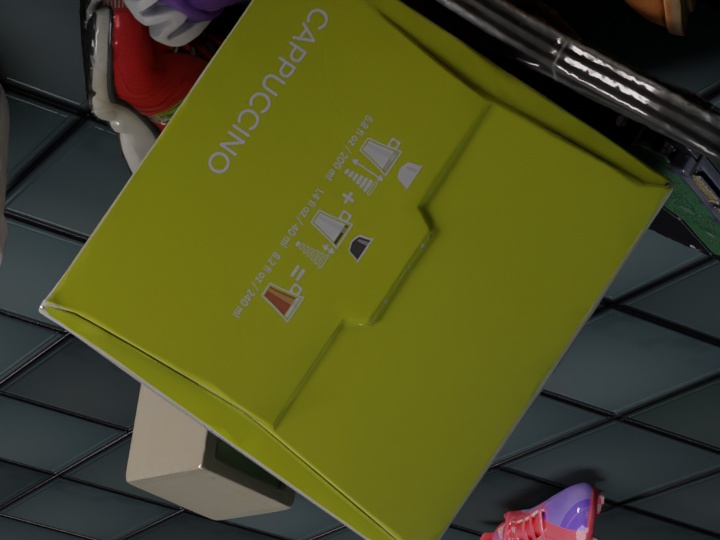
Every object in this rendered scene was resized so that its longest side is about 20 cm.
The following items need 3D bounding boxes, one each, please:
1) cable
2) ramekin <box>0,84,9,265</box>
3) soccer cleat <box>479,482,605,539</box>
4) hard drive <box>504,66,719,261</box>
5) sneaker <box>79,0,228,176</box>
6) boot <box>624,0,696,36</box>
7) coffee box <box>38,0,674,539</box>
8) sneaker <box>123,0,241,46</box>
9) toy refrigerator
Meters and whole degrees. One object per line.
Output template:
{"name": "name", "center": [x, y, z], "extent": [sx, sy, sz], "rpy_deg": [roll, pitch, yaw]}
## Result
{"name": "cable", "center": [0.082, -0.106, 0.884], "extent": [0.199, 0.051, 0.097], "rpy_deg": [29, -179, 41]}
{"name": "ramekin", "center": [-0.286, -0.069, 1.138], "extent": [0.198, 0.106, 0.201], "rpy_deg": [6, 156, 3]}
{"name": "soccer cleat", "center": [0.149, 0.220, 1.720], "extent": [0.076, 0.067, 0.200], "rpy_deg": [14, 159, -3]}
{"name": "hard drive", "center": [0.112, -0.067, 0.997], "extent": [0.199, 0.038, 0.140], "rpy_deg": [29, 174, 41]}
{"name": "sneaker", "center": [-0.092, -0.108, 1.055], "extent": [0.084, 0.078, 0.200], "rpy_deg": [-7, 162, 6]}
{"name": "boot", "center": [0.063, -0.164, 0.877], "extent": [0.153, 0.074, 0.200], "rpy_deg": [6, 161, 25]}
{"name": "coffee box", "center": [0.000, 0.000, 0.959], "extent": [0.199, 0.201, 0.198], "rpy_deg": [34, 176, 5]}
{"name": "sneaker", "center": [-0.091, -0.171, 0.894], "extent": [0.088, 0.081, 0.200], "rpy_deg": [-12, 155, 24]}
{"name": "toy refrigerator", "center": [-0.069, 0.032, 1.183], "extent": [0.070, 0.202, 0.076], "rpy_deg": [-14, 148, 40]}
